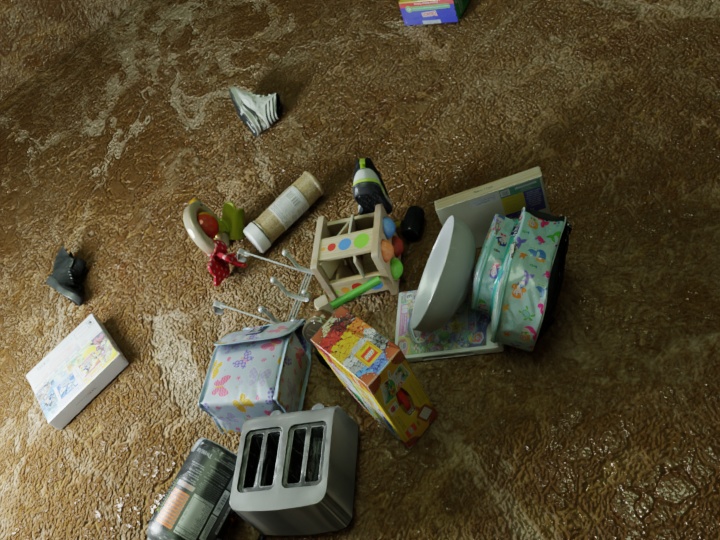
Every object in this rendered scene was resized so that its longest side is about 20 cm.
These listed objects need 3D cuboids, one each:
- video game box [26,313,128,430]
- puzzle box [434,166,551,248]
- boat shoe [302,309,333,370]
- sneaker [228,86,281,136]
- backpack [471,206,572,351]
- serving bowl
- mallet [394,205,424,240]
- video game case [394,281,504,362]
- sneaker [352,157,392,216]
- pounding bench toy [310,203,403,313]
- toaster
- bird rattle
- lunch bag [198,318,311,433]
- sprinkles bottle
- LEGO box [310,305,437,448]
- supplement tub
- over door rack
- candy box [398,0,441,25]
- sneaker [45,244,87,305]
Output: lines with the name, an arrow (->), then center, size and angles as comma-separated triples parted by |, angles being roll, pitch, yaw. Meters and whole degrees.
video game box -> -0.626, 0.219, 1.526 | 0.200, 0.047, 0.181 | -45, 45, -10
puzzle box -> 0.245, -0.105, 1.258 | 0.195, 0.134, 0.026 | -17, 48, 14
boat shoe -> -0.052, 0.107, 1.201 | 0.070, 0.201, 0.069 | 22, 66, 13
sneaker -> -0.276, -0.448, 1.870 | 0.113, 0.077, 0.202 | -30, 53, -10
backpack -> 0.255, 0.019, 1.113 | 0.146, 0.179, 0.205 | 9, 60, 10
serving bowl -> 0.149, 0.014, 1.174 | 0.064, 0.201, 0.204 | 20, 59, -2
mallet -> 0.044, -0.099, 1.432 | 0.195, 0.041, 0.067 | 4, 55, 36
video game case -> 0.156, 0.088, 1.229 | 0.194, 0.018, 0.146 | -10, 50, 21
sneaker -> 0.023, -0.163, 1.341 | 0.069, 0.200, 0.086 | -6, 78, 4
pounding bench toy -> 0.000, 0.000, 1.310 | 0.152, 0.125, 0.204 | -10, 50, 20
toaster -> -0.103, 0.325, 1.108 | 0.176, 0.120, 0.204 | -11, 50, 20
bird rattle -> -0.334, -0.073, 1.536 | 0.111, 0.163, 0.203 | -31, 33, 26
lunch bag -> -0.188, 0.180, 1.269 | 0.165, 0.129, 0.204 | -8, 44, 20
sprinkles bottle -> -0.170, -0.131, 1.547 | 0.200, 0.069, 0.068 | -45, 47, -12
LEGO box -> 0.025, 0.172, 1.106 | 0.077, 0.202, 0.148 | -44, 46, -14
supplement tub -> -0.267, 0.394, 1.137 | 0.120, 0.123, 0.203 | 12, 60, 34
over door rack -> -0.194, 0.030, 1.405 | 0.194, 0.067, 0.151 | 10, 57, 16
candy box -> 0.214, -0.747, 1.831 | 0.165, 0.078, 0.204 | 9, 60, 33
sneaker -> -0.727, 0.011, 1.738 | 0.197, 0.060, 0.106 | 20, 70, 42
